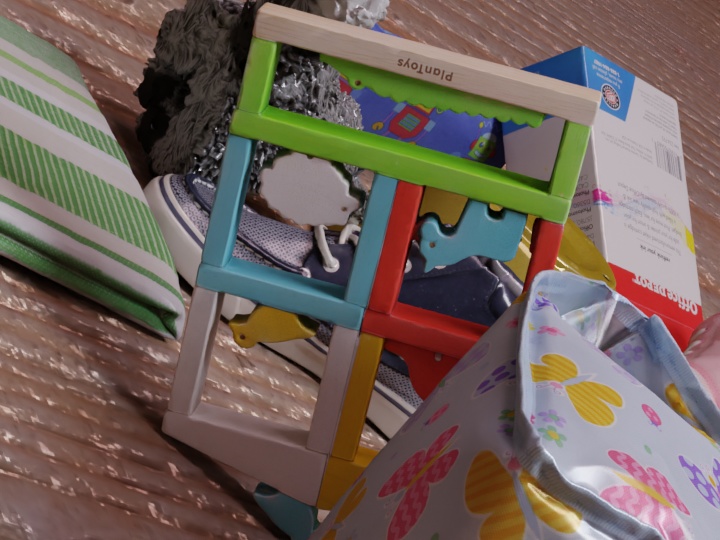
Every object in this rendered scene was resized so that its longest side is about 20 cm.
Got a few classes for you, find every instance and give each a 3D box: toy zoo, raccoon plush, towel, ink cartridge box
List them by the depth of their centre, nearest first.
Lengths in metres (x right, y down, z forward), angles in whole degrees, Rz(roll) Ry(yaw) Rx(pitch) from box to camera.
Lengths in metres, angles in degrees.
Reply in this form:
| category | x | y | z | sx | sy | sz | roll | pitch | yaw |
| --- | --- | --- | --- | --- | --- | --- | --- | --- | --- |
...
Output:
| category | x | y | z | sx | sy | sz | roll | pitch | yaw |
| --- | --- | --- | --- | --- | --- | --- | --- | --- | --- |
| toy zoo | 0.002 | 0.013 | 0.851 | 0.130 | 0.201 | 0.020 | 15 | 18 | 4 |
| towel | -0.152 | -0.060 | 0.958 | 0.152 | 0.023 | 0.200 | 28 | 21 | -41 |
| raccoon plush | -0.013 | -0.072 | 1.065 | 0.133 | 0.097 | 0.199 | 15 | -12 | -34 |
| ink cartridge box | 0.147 | -0.019 | 1.366 | 0.116 | 0.067 | 0.201 | 22 | 58 | -49 |

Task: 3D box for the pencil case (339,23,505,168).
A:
| category | x | y | z | sx | sy | sz | roll | pitch | yaw |
| --- | --- | --- | --- | --- | --- | --- | --- | --- | --- |
| pencil case | 0.010 | -0.113 | 1.351 | 0.200 | 0.078 | 0.087 | 24 | 17 | -47 |

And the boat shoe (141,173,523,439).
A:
| category | x | y | z | sx | sy | sz | roll | pitch | yaw |
| --- | --- | --- | --- | --- | --- | --- | --- | --- | --- |
| boat shoe | 0.000 | 0.000 | 1.028 | 0.200 | 0.093 | 0.075 | 38 | 17 | -17 |

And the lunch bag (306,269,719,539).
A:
| category | x | y | z | sx | sy | sz | roll | pitch | yaw |
| --- | --- | --- | --- | --- | --- | --- | --- | --- | --- |
| lunch bag | 0.047 | 0.104 | 0.751 | 0.127 | 0.170 | 0.200 | 38 | 17 | -10 |

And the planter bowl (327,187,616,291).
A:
| category | x | y | z | sx | sy | sz | roll | pitch | yaw |
| --- | --- | --- | --- | --- | --- | --- | --- | --- | --- |
| planter bowl | 0.076 | 0.006 | 1.202 | 0.200 | 0.084 | 0.201 | 38 | 18 | -14 |

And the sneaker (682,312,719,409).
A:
| category | x | y | z | sx | sy | sz | roll | pitch | yaw |
| --- | --- | --- | --- | --- | --- | --- | --- | --- | --- |
| sneaker | 0.179 | 0.068 | 1.233 | 0.104 | 0.076 | 0.200 | 9 | 19 | -7 |
